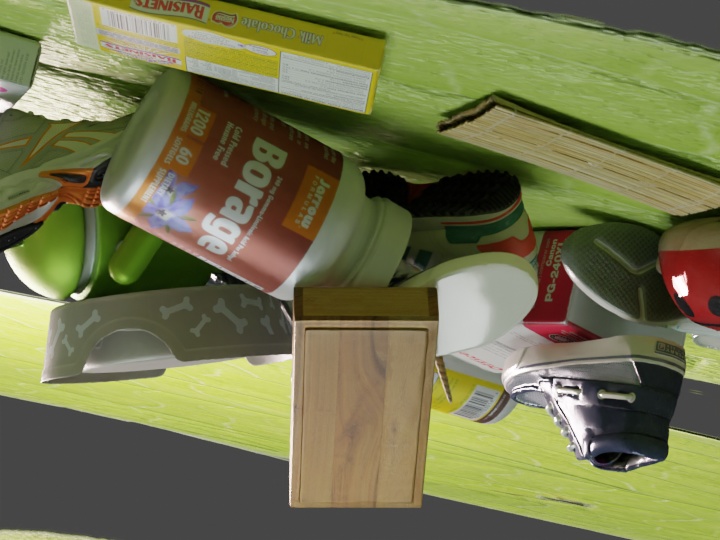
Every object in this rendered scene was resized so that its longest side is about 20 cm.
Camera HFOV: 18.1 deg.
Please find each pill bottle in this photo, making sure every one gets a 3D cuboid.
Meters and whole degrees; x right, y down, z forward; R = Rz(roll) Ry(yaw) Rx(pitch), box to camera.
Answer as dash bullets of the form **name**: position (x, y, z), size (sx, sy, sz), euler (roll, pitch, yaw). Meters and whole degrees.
- **pill bottle**: position (-0.070, -0.049, 1.573), size (0.200, 0.112, 0.112), euler (27, 164, -15)
- **pill bottle**: position (0.048, 0.063, 2.034), size (0.200, 0.109, 0.109), euler (18, 167, -22)

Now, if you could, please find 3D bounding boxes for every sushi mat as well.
- **sushi mat**: position (0.156, -0.075, 1.526), size (0.200, 0.012, 0.096), euler (17, 165, -22)

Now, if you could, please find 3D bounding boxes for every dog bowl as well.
- **dog bowl**: position (-0.151, 0.050, 1.760), size (0.200, 0.059, 0.200), euler (-6, 176, 0)

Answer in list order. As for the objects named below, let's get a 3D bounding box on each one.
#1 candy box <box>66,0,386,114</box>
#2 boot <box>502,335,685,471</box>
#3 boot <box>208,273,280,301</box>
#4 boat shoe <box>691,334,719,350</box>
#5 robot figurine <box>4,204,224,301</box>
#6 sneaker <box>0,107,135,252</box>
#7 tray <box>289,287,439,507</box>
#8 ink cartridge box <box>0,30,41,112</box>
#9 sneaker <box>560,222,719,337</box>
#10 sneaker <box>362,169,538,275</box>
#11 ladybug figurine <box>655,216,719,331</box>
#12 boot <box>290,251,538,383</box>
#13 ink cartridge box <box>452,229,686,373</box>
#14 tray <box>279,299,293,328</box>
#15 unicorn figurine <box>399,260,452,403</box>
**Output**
- **candy box**: position (-0.085, -0.145, 1.433), size (0.200, 0.026, 0.102), euler (14, 170, -1)
- **boot**: position (0.168, 0.107, 1.730), size (0.073, 0.090, 0.200), euler (19, 163, -25)
- **boot**: position (-0.161, -0.022, 1.938), size (0.200, 0.076, 0.168), euler (24, 162, -15)
- **boat shoe**: position (0.360, 0.070, 1.834), size (0.200, 0.068, 0.075), euler (8, 166, 24)
- **robot figurine**: position (-0.187, -0.035, 1.752), size (0.200, 0.116, 0.175), euler (-3, -159, -25)
- **sneaker**: position (-0.222, -0.089, 1.625), size (0.200, 0.092, 0.076), euler (-27, 161, -39)
- **tray**: position (0.000, 0.094, 1.608), size (0.099, 0.037, 0.200), euler (0, 134, -3)
- **ink cartridge box**: position (-0.346, -0.155, 1.631), size (0.200, 0.043, 0.196), euler (15, 168, -16)
- **sneaker**: position (0.230, 0.016, 1.729), size (0.200, 0.070, 0.080), euler (18, 170, -25)
- **sneaker**: position (0.046, -0.020, 1.675), size (0.200, 0.070, 0.093), euler (-1, 125, 39)
- **ladybug figurine**: position (0.297, 0.008, 1.613), size (0.200, 0.072, 0.136), euler (2, 164, 43)
- **boot**: position (0.037, 0.021, 1.632), size (0.200, 0.090, 0.073), euler (-25, 120, 21)
- **ink cartridge box**: position (0.144, 0.028, 1.836), size (0.200, 0.083, 0.145), euler (0, 161, 46)
- **tray**: position (-0.002, 0.040, 1.850), size (0.022, 0.107, 0.200), euler (-35, 171, 28)
- **unicorn figurine**: position (0.000, 0.000, 1.748), size (0.137, 0.200, 0.074), euler (5, 132, -14)
